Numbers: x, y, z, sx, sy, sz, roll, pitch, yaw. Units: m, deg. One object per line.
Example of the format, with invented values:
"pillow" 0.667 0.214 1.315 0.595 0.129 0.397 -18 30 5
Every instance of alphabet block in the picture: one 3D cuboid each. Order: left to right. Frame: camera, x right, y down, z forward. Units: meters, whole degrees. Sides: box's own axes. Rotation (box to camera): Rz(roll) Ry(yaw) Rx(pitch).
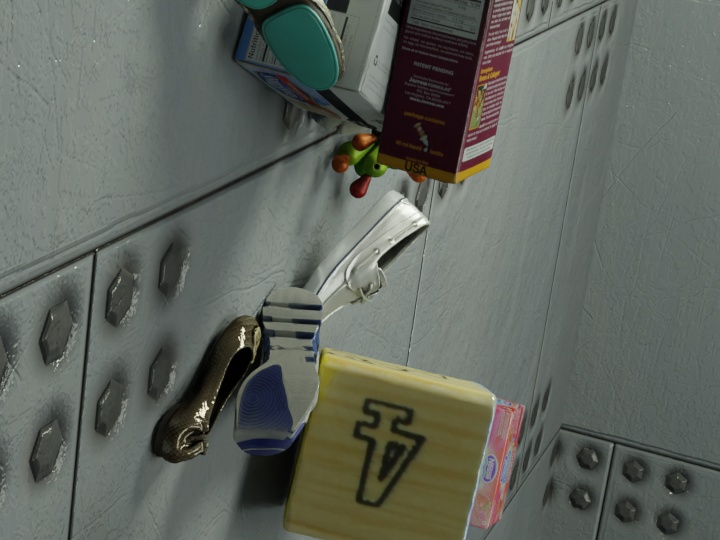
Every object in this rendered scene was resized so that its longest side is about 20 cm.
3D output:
"alphabet block" 0.030 0.205 1.896 0.195 0.197 0.199 125 -22 -88

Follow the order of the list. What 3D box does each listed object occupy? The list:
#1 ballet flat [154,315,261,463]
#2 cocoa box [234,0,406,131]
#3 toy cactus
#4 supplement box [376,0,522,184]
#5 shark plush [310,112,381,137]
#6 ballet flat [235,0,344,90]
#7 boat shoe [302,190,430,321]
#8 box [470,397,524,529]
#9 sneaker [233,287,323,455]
"ballet flat" -0.135 0.115 1.625 0.200 0.046 0.068 -56 155 -50
"cocoa box" -0.016 -0.222 1.611 0.200 0.130 0.135 27 79 -73
"toy cactus" 0.046 -0.164 1.875 0.166 0.102 0.200 -59 174 25
"supplement box" 0.087 -0.195 1.589 0.110 0.085 0.203 -29 132 -66
"shark plush" 0.026 -0.223 1.734 0.201 0.083 0.091 -63 174 26
"ballet flat" -0.073 -0.239 1.447 0.200 0.067 0.076 42 41 -42
"boat shoe" 0.000 0.000 1.862 0.200 0.065 0.074 -50 165 -14
"box" 0.198 0.312 2.792 0.102 0.094 0.203 -4 106 -72
"sneaker" -0.075 0.126 1.743 0.201 0.079 0.116 -78 171 -47
